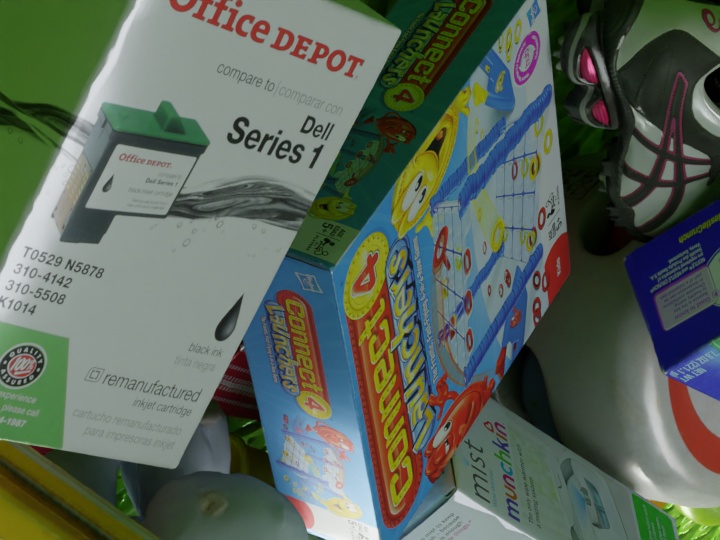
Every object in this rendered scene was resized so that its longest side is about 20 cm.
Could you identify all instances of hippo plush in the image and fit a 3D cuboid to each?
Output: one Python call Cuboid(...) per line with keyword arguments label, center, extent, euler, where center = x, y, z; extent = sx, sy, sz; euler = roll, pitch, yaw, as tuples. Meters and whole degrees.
Cuboid(label="hippo plush", center=(-0.110, 0.136, 1.203), extent=(0.200, 0.159, 0.161), euler=(-48, -166, -14))

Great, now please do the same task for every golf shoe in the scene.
Cuboid(label="golf shoe", center=(0.157, -0.066, 1.290), extent=(0.200, 0.088, 0.077), euler=(54, 49, -58))

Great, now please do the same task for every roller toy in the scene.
Cuboid(label="roller toy", center=(0.154, 0.027, 1.472), extent=(0.182, 0.140, 0.201), euler=(18, 84, -46))

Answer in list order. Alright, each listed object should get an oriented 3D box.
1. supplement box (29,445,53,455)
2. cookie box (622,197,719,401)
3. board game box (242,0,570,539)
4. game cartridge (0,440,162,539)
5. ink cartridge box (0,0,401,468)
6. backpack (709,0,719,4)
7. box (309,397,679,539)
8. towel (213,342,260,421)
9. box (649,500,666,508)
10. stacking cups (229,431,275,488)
Cuboid(label="supplement box", center=(-0.142, 0.027, 1.154), extent=(0.200, 0.061, 0.109), euler=(-28, 151, -34))
Cuboid(label="cookie box", center=(0.260, 0.011, 1.348), extent=(0.171, 0.075, 0.200), euler=(-33, 144, 28))
Cuboid(label="board game box", center=(0.023, -0.007, 1.230), extent=(0.196, 0.056, 0.200), euler=(-55, 151, -33))
Cuboid(label="game cartridge", center=(-0.121, 0.167, 1.120), extent=(0.032, 0.176, 0.200), euler=(-42, 159, -42))
Cuboid(label="ink cartridge box", center=(-0.094, -0.038, 1.020), extent=(0.146, 0.084, 0.200), euler=(15, 106, -52))
Cuboid(label="backpack", center=(0.236, -0.140, 1.335), extent=(0.200, 0.176, 0.154), euler=(29, 83, -60))
Cuboid(label="box", center=(0.037, 0.174, 1.374), extent=(0.176, 0.097, 0.200), euler=(33, 120, -28))
Cuboid(label="towel", center=(0.000, 0.000, 1.384), extent=(0.200, 0.022, 0.145), euler=(-46, 158, 10))
Cuboid(label="box", center=(0.129, 0.113, 1.653), extent=(0.200, 0.119, 0.041), euler=(-44, 157, 1))
Cuboid(label="stacking cups", center=(0.002, 0.140, 1.462), extent=(0.200, 0.061, 0.061), euler=(19, 118, -32))
